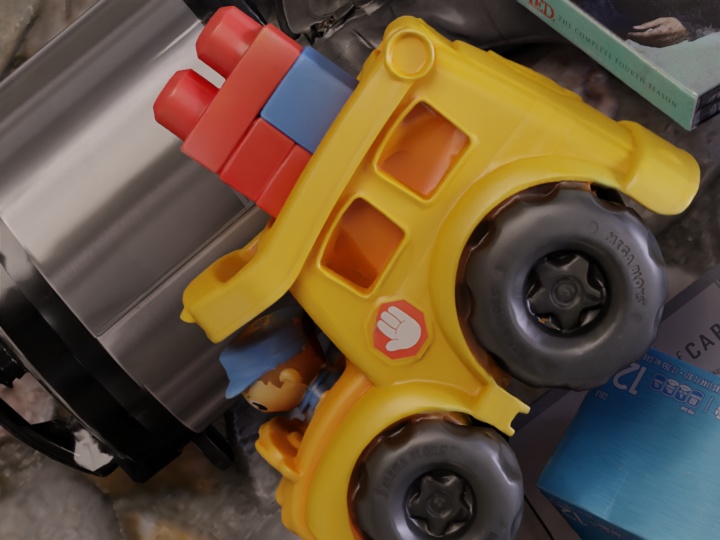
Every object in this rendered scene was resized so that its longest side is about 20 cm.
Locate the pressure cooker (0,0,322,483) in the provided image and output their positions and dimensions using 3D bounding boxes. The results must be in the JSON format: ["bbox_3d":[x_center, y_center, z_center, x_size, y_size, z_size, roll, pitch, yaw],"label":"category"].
[{"bbox_3d":[-0.099,-0.019,0.835,0.200,0.179,0.176,-40,56,-1],"label":"pressure cooker"}]

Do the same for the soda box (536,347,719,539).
[{"bbox_3d":[0.165,0.098,0.680,0.199,0.064,0.068,24,75,35],"label":"soda box"}]

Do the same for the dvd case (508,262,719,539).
[{"bbox_3d":[0.157,0.095,0.741,0.150,0.025,0.201,-36,53,3],"label":"dvd case"}]

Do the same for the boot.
[{"bbox_3d":[0.051,-0.105,0.889,0.132,0.070,0.200,-44,42,1],"label":"boot"}]

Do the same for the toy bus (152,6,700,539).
[{"bbox_3d":[0.000,0.000,0.714,0.191,0.136,0.201,31,99,-6],"label":"toy bus"}]

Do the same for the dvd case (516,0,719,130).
[{"bbox_3d":[0.159,-0.142,0.817,0.199,0.022,0.146,-27,52,-27],"label":"dvd case"}]
